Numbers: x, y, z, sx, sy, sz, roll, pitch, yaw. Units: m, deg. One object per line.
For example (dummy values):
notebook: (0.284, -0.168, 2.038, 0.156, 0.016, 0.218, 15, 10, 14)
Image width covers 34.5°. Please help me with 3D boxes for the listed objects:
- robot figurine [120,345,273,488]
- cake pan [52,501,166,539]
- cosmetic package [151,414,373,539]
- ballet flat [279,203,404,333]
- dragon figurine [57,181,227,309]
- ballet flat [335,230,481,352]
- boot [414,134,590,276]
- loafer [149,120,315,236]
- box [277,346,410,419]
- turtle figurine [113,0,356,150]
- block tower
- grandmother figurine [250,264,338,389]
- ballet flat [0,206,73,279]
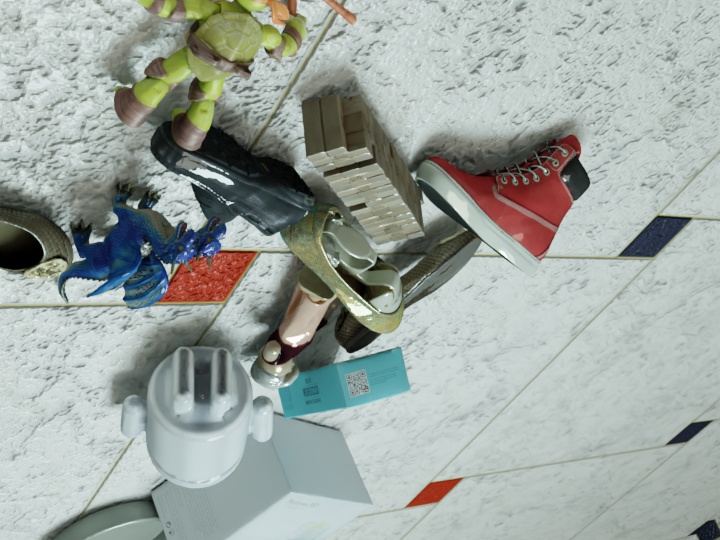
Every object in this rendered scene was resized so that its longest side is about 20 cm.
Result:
robot figurine: (-0.175, 0.161, 1.257, 0.166, 0.115, 0.201, 6, 143, -8)
cake pan: (-0.328, 0.365, 1.532, 0.197, 0.037, 0.201, -21, 151, -12)
cosmetic package: (-0.125, 0.299, 1.512, 0.199, 0.124, 0.198, -39, 149, 17)
ballet flat: (0.000, 0.000, 1.142, 0.070, 0.071, 0.200, -35, 129, 15)
dragon figurine: (-0.200, -0.004, 0.987, 0.199, 0.101, 0.059, -37, 149, 23)
ballet flat: (0.049, 0.015, 1.281, 0.199, 0.047, 0.067, -40, 159, 14)
boot: (0.152, -0.099, 1.186, 0.199, 0.072, 0.145, 32, 95, -41)
loafer: (-0.113, -0.071, 0.989, 0.070, 0.068, 0.200, -45, 151, 14)
box: (-0.023, 0.130, 1.316, 0.081, 0.050, 0.199, -12, 175, -24)
turtle figurine: (-0.101, -0.161, 0.858, 0.198, 0.065, 0.161, 6, 137, -45)
block tower: (0.008, -0.087, 1.065, 0.053, 0.059, 0.200, -13, 155, 16)
grandmother figurine: (-0.068, 0.061, 1.250, 0.120, 0.061, 0.201, -22, 156, -41)
ballet flat: (-0.297, -0.031, 0.912, 0.067, 0.047, 0.200, -30, 148, 11)
